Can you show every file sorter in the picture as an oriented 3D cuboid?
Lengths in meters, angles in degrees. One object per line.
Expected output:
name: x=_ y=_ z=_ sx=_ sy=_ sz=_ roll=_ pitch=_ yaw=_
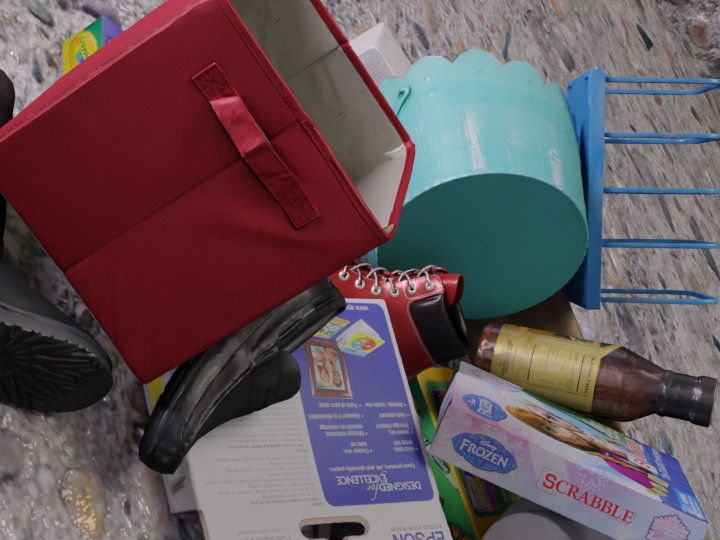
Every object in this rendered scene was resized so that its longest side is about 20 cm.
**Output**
file sorter: x=0.249 y=-0.070 z=1.284 sx=0.139 sy=0.122 sz=0.202 roll=-100 pitch=-170 yaw=-87

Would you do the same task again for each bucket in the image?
bucket: x=0.094 y=-0.065 z=1.220 sx=0.207 sy=0.206 sz=0.136 roll=41 pitch=32 yaw=-38

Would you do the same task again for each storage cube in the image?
storage cube: x=-0.089 y=-0.072 z=0.876 sx=0.171 sy=0.179 sz=0.200 roll=55 pitch=17 yaw=-15

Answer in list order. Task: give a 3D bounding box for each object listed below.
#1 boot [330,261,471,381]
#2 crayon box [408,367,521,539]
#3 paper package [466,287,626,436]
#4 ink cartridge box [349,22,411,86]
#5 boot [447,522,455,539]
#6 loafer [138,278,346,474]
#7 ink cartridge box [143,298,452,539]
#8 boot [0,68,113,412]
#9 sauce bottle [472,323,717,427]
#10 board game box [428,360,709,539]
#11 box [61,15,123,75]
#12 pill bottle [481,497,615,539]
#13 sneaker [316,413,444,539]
boot: x=0.000 y=0.000 z=1.153 sx=0.201 sy=0.144 sz=0.072 roll=56 pitch=26 yaw=-8
crayon box: x=0.083 y=0.182 z=1.226 sx=0.119 sy=0.058 sz=0.201 roll=11 pitch=55 yaw=-61
paper package: x=0.167 y=0.114 z=1.341 sx=0.191 sy=0.103 sz=0.201 roll=64 pitch=5 yaw=-65
ink cartridge box: x=0.025 y=-0.112 z=1.355 sx=0.201 sy=0.117 sz=0.067 roll=55 pitch=23 yaw=-19
boot: x=0.075 y=0.301 z=1.088 sx=0.200 sy=0.064 sz=0.188 roll=-113 pitch=-169 yaw=-59
loafer: x=-0.070 y=0.059 z=0.923 sx=0.070 sy=0.068 sz=0.201 roll=38 pitch=46 yaw=-2
ink cartridge box: x=-0.045 y=0.112 z=0.985 sx=0.196 sy=0.047 sz=0.201 roll=4 pitch=61 yaw=-36
boot: x=-0.219 y=-0.030 z=0.859 sx=0.165 sy=0.065 sz=0.201 roll=36 pitch=30 yaw=-47
sauce bottle: x=0.194 y=0.091 z=1.208 sx=0.066 sy=0.198 sz=0.067 roll=11 pitch=90 yaw=-78
board game box: x=0.153 y=0.141 z=1.098 sx=0.198 sy=0.041 sz=0.200 roll=24 pitch=7 yaw=3
box: x=-0.158 y=-0.074 z=1.036 sx=0.117 sy=0.048 sz=0.201 roll=36 pitch=36 yaw=-44
pill bottle: x=0.169 y=0.227 z=1.142 sx=0.200 sy=0.112 sz=0.113 roll=9 pitch=56 yaw=-60
sneaker: x=0.020 y=0.188 z=1.055 sx=0.067 sy=0.089 sz=0.201 roll=37 pitch=34 yaw=-44
